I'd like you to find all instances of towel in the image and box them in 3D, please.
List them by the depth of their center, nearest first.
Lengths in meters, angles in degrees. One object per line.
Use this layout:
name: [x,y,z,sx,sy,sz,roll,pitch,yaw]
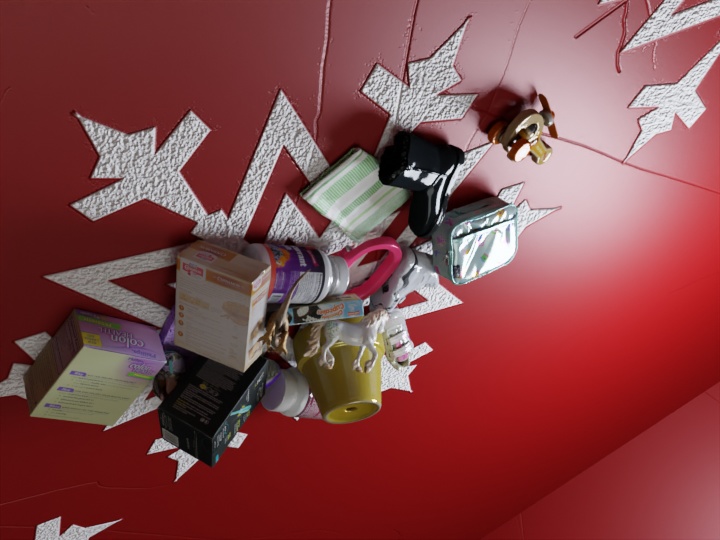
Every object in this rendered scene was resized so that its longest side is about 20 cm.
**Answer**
towel: [-0.006,-0.142,1.501,0.153,0.023,0.200,-40,141,11]

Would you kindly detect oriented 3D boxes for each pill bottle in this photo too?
pill bottle: [-0.126,0.008,1.517,0.200,0.111,0.111,3,131,-36]
pill bottle: [-0.128,0.285,1.823,0.200,0.114,0.114,16,123,-44]

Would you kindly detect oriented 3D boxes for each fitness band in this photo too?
fitness band: [0.000,0.000,1.640,0.144,0.037,0.200,5,137,-41]

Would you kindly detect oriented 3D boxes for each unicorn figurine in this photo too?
unicorn figurine: [-0.011,0.139,1.610,0.200,0.138,0.074,11,172,-28]

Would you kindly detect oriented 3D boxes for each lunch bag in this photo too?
lunch bag: [0.244,-0.067,1.669,0.200,0.077,0.161,-22,127,-27]

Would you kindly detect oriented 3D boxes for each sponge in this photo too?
sponge: [-0.344,0.128,1.575,0.111,0.030,0.200,6,130,-38]

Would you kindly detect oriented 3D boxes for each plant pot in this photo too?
plant pot: [-0.036,0.223,1.714,0.200,0.189,0.201,-10,151,-6]

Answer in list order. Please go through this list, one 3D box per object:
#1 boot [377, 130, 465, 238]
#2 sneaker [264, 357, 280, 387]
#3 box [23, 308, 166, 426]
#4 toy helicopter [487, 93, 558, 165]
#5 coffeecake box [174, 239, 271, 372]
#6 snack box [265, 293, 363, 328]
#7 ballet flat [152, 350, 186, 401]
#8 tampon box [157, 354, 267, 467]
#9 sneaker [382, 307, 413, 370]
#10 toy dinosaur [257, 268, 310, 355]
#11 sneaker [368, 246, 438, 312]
boot: [0.096,-0.161,1.490,0.168,0.076,0.200,4,118,-40]
sneaker: [-0.259,0.267,1.762,0.200,0.070,0.100,-30,149,6]
box: [-0.503,0.188,1.483,0.176,0.097,0.200,20,121,-45]
toy helicopter: [0.348,-0.268,1.571,0.132,0.079,0.200,-50,150,10]
coffeecake box: [-0.254,0.065,1.430,0.073,0.153,0.200,-49,154,-54]
snack box: [-0.099,0.080,1.582,0.200,0.116,0.037,-7,96,-6]
ballet flat: [-0.386,0.237,1.592,0.072,0.072,0.200,-15,151,-19]
tampon box: [-0.291,0.258,1.568,0.200,0.126,0.150,-55,168,-36]
sneaker: [0.086,0.164,1.848,0.081,0.088,0.200,-27,142,-5]
toy dinosaur: [-0.152,0.093,1.456,0.060,0.106,0.200,16,133,-10]
sneaker: [0.101,0.035,1.724,0.115,0.075,0.200,3,128,-33]
